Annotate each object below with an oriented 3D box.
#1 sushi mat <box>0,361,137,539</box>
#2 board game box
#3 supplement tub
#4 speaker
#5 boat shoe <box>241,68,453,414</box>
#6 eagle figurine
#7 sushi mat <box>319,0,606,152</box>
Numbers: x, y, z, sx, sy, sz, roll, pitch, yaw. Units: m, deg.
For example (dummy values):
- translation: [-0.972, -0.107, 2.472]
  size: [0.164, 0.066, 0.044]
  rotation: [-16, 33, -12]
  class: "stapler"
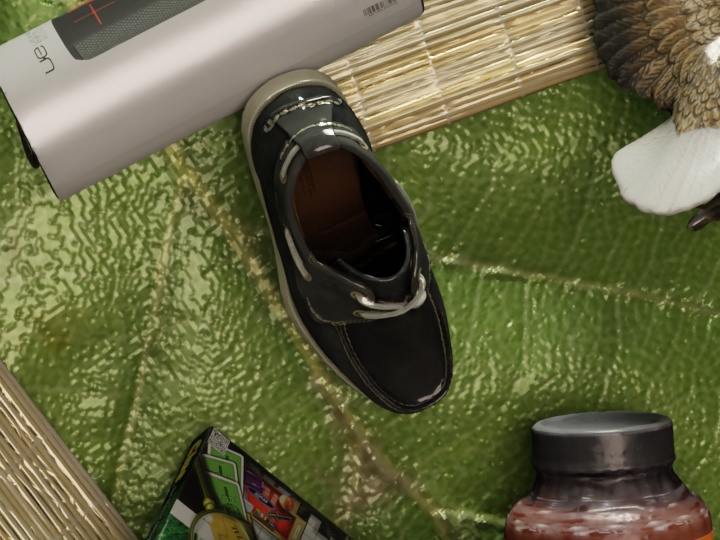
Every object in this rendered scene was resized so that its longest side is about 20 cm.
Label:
- translation: [-0.176, 0.103, 1.294]
  size: [0.200, 0.012, 0.096]
  rotation: [54, 50, -11]
  class: "sushi mat"
- translation: [-0.018, 0.173, 1.328]
  size: [0.200, 0.023, 0.105]
  rotation: [39, 41, -13]
  class: "board game box"
- translation: [0.125, 0.173, 1.354]
  size: [0.107, 0.107, 0.201]
  rotation: [-5, 94, -13]
  class: "supplement tub"
- translation: [-0.075, -0.110, 1.289]
  size: [0.200, 0.081, 0.081]
  rotation: [-27, 99, -4]
  class: "speaker"
- translation: [0.000, 0.000, 1.304]
  size: [0.072, 0.068, 0.200]
  rotation: [-30, 128, -10]
  class: "boat shoe"
- translation: [0.192, -0.122, 1.346]
  size: [0.151, 0.151, 0.201]
  rotation: [-5, 105, -3]
  class: "eagle figurine"
- translation: [0.032, -0.119, 1.360]
  size: [0.200, 0.012, 0.096]
  rotation: [-21, 97, -12]
  class: "sushi mat"
